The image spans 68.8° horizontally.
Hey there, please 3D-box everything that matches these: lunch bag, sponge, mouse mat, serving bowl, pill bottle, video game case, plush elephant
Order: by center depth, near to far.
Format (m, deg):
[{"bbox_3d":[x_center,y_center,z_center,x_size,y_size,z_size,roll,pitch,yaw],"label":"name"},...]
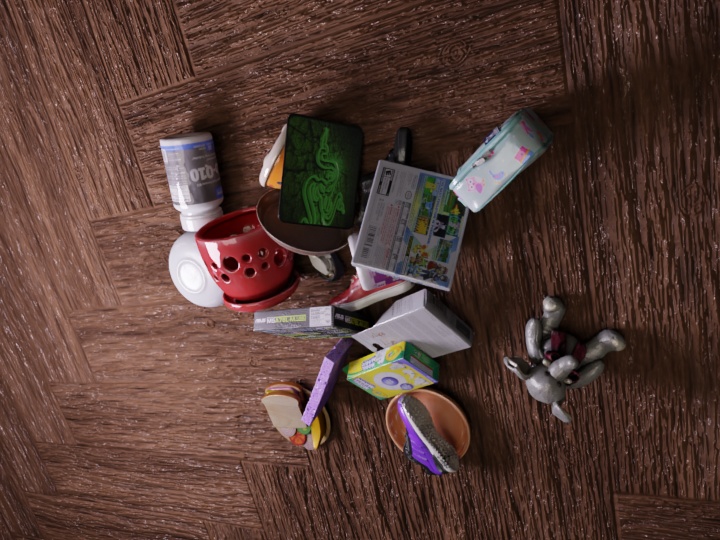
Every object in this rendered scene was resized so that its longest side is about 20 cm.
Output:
[{"bbox_3d":[0.225,-0.180,0.854,0.077,0.200,0.160,48,123,1],"label":"lunch bag"},{"bbox_3d":[0.095,-0.083,0.936,0.179,0.022,0.203,14,79,6],"label":"video game case"},{"bbox_3d":[0.357,0.175,0.963,0.164,0.155,0.201,36,120,7],"label":"plush elephant"},{"bbox_3d":[0.083,-0.043,0.996,0.197,0.112,0.114,-18,104,1],"label":"pill bottle"},{"bbox_3d":[-0.074,-0.186,1.008,0.008,0.158,0.204,20,104,63],"label":"mouse mat"},{"bbox_3d":[-0.368,-0.197,1.170,0.112,0.114,0.203,3,112,23],"label":"pill bottle"},{"bbox_3d":[-0.078,0.255,1.223,0.030,0.112,0.202,27,119,10],"label":"sponge"},{"bbox_3d":[-0.398,0.004,1.295,0.197,0.066,0.203,9,113,22],"label":"serving bowl"}]

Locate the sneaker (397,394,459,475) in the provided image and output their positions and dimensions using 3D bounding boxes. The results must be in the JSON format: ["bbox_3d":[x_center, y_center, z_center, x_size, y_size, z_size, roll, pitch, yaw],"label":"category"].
[{"bbox_3d":[0.124,0.373,1.161,0.099,0.070,0.202,-31,95,33],"label":"sneaker"}]

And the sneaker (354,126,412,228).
[{"bbox_3d":[0.042,-0.177,1.021,0.102,0.060,0.203,9,117,17],"label":"sneaker"}]

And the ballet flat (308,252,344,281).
[{"bbox_3d":[-0.101,-0.061,1.130,0.072,0.073,0.202,-26,98,30],"label":"ballet flat"}]

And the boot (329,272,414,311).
[{"bbox_3d":[0.000,0.000,1.110,0.198,0.072,0.146,-23,99,22],"label":"boot"}]

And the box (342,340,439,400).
[{"bbox_3d":[0.060,0.224,1.147,0.117,0.049,0.199,35,137,-28],"label":"box"}]

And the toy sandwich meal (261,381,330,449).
[{"bbox_3d":[-0.167,0.376,1.337,0.202,0.070,0.209,9,114,21],"label":"toy sandwich meal"}]

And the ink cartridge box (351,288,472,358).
[{"bbox_3d":[0.106,0.127,1.088,0.198,0.058,0.162,-22,131,40],"label":"ink cartridge box"}]

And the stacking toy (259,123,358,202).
[{"bbox_3d":[-0.090,-0.190,1.054,0.198,0.147,0.147,31,121,-8],"label":"stacking toy"}]

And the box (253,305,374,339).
[{"bbox_3d":[-0.096,0.116,1.134,0.197,0.192,0.048,-6,77,27],"label":"box"}]

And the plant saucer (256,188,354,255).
[{"bbox_3d":[-0.110,-0.095,1.047,0.198,0.200,0.032,30,130,10],"label":"plant saucer"}]

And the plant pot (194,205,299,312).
[{"bbox_3d":[-0.236,-0.024,1.135,0.197,0.201,0.185,0,117,24],"label":"plant pot"}]

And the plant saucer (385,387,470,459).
[{"bbox_3d":[0.155,0.350,1.199,0.197,0.037,0.204,9,113,21],"label":"plant saucer"}]
